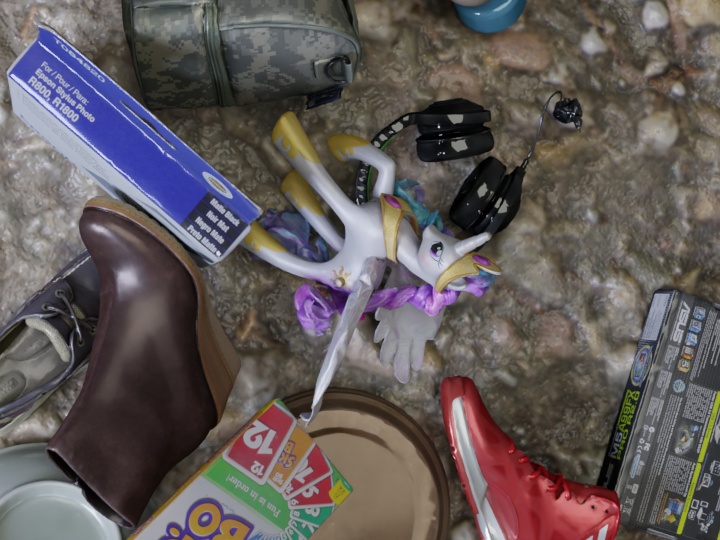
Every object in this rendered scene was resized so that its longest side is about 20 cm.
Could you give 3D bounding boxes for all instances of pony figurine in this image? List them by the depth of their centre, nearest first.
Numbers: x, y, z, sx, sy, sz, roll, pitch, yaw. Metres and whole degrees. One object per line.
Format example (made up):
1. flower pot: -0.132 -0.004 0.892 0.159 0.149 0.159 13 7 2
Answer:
1. pony figurine: 0.000 0.000 1.048 0.200 0.166 0.194 38 126 18

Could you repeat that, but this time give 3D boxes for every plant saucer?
1. plant saucer: -0.230 0.212 1.007 0.198 0.050 0.202 9 57 -14
2. plant saucer: -0.021 0.196 1.106 0.198 0.029 0.202 0 89 -10

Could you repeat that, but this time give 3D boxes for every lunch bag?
1. lunch bag: -0.087 -0.222 1.017 0.166 0.140 0.202 -6 67 0

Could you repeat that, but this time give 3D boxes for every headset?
1. headset: 0.090 -0.087 1.124 0.199 0.094 0.124 -28 99 5

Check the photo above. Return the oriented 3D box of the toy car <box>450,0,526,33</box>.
1. toy car: 0.054 -0.318 1.084 0.199 0.184 0.178 29 83 20

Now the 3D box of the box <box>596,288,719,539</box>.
1. box: 0.298 0.134 1.161 0.159 0.044 0.202 18 86 -11

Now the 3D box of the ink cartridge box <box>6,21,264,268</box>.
1. ink cartridge box: -0.168 -0.081 0.995 0.199 0.200 0.041 41 79 -7

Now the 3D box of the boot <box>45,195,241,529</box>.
1. boot: -0.174 0.066 0.999 0.167 0.072 0.201 -55 126 -35

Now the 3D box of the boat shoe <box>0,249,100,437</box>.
1. boat shoe: -0.232 0.050 1.048 0.200 0.065 0.072 -44 94 -10

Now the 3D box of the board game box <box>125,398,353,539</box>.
1. board game box: -0.100 0.195 1.027 0.200 0.030 0.096 -43 97 -29

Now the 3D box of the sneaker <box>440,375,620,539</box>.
1. sneaker: 0.140 0.164 1.104 0.115 0.078 0.201 -19 106 3
